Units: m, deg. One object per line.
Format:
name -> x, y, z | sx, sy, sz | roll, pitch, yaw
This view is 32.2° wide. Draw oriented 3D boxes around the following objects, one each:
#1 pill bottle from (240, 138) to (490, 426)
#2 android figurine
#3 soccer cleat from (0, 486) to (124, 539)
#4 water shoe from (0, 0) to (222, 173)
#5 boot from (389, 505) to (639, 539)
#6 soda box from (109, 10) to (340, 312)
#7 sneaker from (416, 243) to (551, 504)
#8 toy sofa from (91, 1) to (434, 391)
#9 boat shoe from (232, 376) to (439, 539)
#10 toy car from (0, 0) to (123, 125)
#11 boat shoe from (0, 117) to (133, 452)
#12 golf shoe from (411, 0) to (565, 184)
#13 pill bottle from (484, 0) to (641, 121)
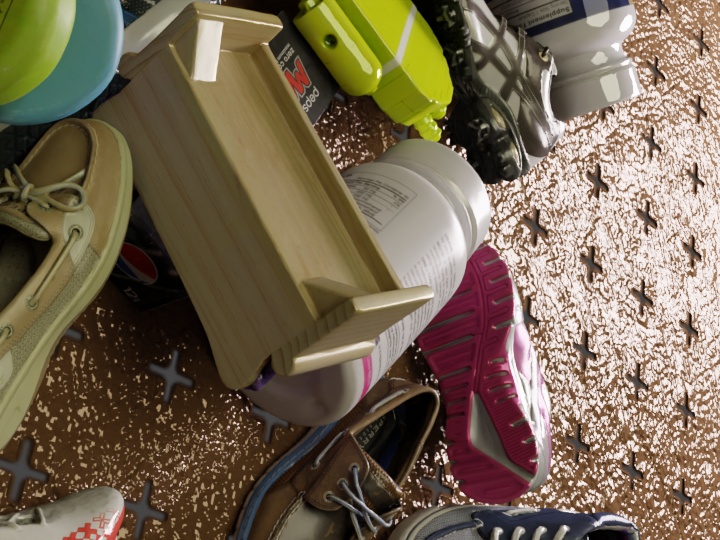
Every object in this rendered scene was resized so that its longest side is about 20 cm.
pill bottle -> 0.000, 0.000, 0.817 | 0.200, 0.113, 0.114 | -44, 111, -43
android figurine -> 0.003, -0.180, 0.878 | 0.200, 0.041, 0.182 | 52, 23, -21
soccer cleat -> -0.199, 0.145, 0.607 | 0.200, 0.068, 0.086 | -31, 106, -41
water shoe -> -0.168, -0.128, 0.726 | 0.079, 0.072, 0.200 | 41, 50, 7
boot -> 0.111, 0.197, 0.885 | 0.199, 0.090, 0.073 | 1, 79, -46
soda box -> -0.092, -0.072, 0.777 | 0.071, 0.063, 0.200 | 50, 48, -25
sneaker -> 0.094, 0.079, 0.926 | 0.088, 0.081, 0.201 | 39, 41, -62
toy sofa -> -0.057, -0.039, 0.687 | 0.083, 0.097, 0.201 | -9, 66, -57
boat shoe -> -0.013, 0.138, 0.796 | 0.072, 0.072, 0.200 | 51, 48, -23
toy car -> -0.198, -0.135, 0.600 | 0.150, 0.199, 0.176 | 20, 96, -63
boat shoe -> -0.181, 0.001, 0.638 | 0.202, 0.073, 0.063 | -65, 148, -17
golf shoe -> 0.099, -0.171, 0.980 | 0.094, 0.078, 0.201 | -30, 112, -22
pill bottle -> 0.163, -0.229, 1.044 | 0.119, 0.119, 0.201 | -24, 97, -47
